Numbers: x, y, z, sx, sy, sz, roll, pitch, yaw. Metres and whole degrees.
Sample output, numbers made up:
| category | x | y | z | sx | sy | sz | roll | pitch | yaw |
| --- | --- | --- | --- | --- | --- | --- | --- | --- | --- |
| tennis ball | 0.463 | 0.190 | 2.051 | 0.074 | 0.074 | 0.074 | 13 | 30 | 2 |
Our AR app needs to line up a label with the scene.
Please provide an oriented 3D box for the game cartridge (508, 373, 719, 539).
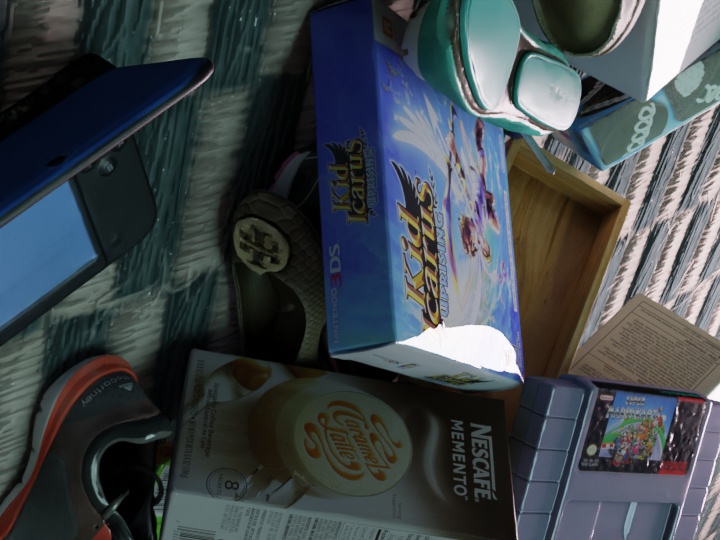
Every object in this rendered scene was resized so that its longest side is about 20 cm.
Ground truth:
| category | x | y | z | sx | sy | sz | roll | pitch | yaw |
| --- | --- | --- | --- | --- | --- | --- | --- | --- | --- |
| game cartridge | 0.170 | 0.138 | 0.877 | 0.200 | 0.038 | 0.130 | 10 | 101 | -41 |

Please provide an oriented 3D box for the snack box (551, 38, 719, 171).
| category | x | y | z | sx | sy | sz | roll | pitch | yaw |
| --- | --- | --- | --- | --- | --- | --- | --- | --- | --- |
| snack box | 0.232 | -0.145 | 0.924 | 0.200 | 0.116 | 0.037 | -30 | 108 | 1 |

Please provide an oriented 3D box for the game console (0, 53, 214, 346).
| category | x | y | z | sx | sy | sz | roll | pitch | yaw |
| --- | --- | --- | --- | --- | --- | --- | --- | --- | --- |
| game console | -0.155 | -0.001 | 0.585 | 0.200 | 0.118 | 0.171 | -39 | 145 | -24 |

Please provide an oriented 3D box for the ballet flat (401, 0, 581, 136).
| category | x | y | z | sx | sy | sz | roll | pitch | yaw |
| --- | --- | --- | --- | --- | --- | --- | --- | --- | --- |
| ballet flat | 0.063 | -0.117 | 0.736 | 0.200 | 0.070 | 0.067 | 17 | 87 | -63 |

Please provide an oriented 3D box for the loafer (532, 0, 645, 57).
| category | x | y | z | sx | sy | sz | roll | pitch | yaw |
| --- | --- | --- | --- | --- | --- | --- | --- | --- | --- |
| loafer | 0.119 | -0.197 | 0.729 | 0.067 | 0.076 | 0.200 | -41 | 145 | -29 |

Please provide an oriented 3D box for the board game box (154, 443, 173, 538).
| category | x | y | z | sx | sy | sz | roll | pitch | yaw |
| --- | --- | --- | --- | --- | --- | --- | --- | --- | --- |
| board game box | -0.154 | 0.206 | 0.875 | 0.095 | 0.030 | 0.200 | 16 | 103 | -57 |

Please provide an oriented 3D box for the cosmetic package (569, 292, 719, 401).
| category | x | y | z | sx | sy | sz | roll | pitch | yaw |
| --- | --- | --- | --- | --- | --- | --- | --- | --- | --- |
| cosmetic package | 0.186 | 0.119 | 0.982 | 0.200 | 0.103 | 0.073 | -39 | 144 | -23 |

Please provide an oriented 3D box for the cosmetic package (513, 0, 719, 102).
| category | x | y | z | sx | sy | sz | roll | pitch | yaw |
| --- | --- | --- | --- | --- | --- | --- | --- | --- | --- |
| cosmetic package | 0.201 | -0.253 | 0.830 | 0.199 | 0.123 | 0.200 | -38 | 145 | -28 |

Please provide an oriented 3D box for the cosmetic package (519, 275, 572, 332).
| category | x | y | z | sx | sy | sz | roll | pitch | yaw |
| --- | --- | --- | --- | --- | --- | --- | --- | --- | --- |
| cosmetic package | 0.096 | 0.068 | 1.011 | 0.090 | 0.107 | 0.200 | -40 | 144 | -24 |

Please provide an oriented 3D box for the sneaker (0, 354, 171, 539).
| category | x | y | z | sx | sy | sz | roll | pitch | yaw |
| --- | --- | --- | --- | --- | --- | --- | --- | --- | --- |
| sneaker | -0.160 | 0.150 | 0.757 | 0.077 | 0.082 | 0.200 | -13 | 129 | -48 |

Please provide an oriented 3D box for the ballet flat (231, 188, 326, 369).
| category | x | y | z | sx | sy | sz | roll | pitch | yaw |
| --- | --- | --- | --- | --- | --- | --- | --- | --- | --- |
| ballet flat | -0.055 | 0.030 | 0.809 | 0.046 | 0.067 | 0.200 | -45 | 155 | -32 |

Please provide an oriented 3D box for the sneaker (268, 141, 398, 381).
| category | x | y | z | sx | sy | sz | roll | pitch | yaw |
| --- | --- | --- | --- | --- | --- | --- | --- | --- | --- |
| sneaker | 0.000 | 0.000 | 0.830 | 0.080 | 0.086 | 0.200 | -38 | 145 | -28 |

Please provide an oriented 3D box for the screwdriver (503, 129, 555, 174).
| category | x | y | z | sx | sy | sz | roll | pitch | yaw |
| --- | --- | --- | --- | --- | --- | --- | --- | --- | --- |
| screwdriver | 0.105 | -0.090 | 0.839 | 0.028 | 0.029 | 0.200 | -30 | -168 | 8 |

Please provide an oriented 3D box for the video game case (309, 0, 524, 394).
| category | x | y | z | sx | sy | sz | roll | pitch | yaw |
| --- | --- | --- | --- | --- | --- | --- | --- | --- | --- |
| video game case | 0.038 | -0.037 | 0.778 | 0.181 | 0.045 | 0.200 | 21 | 62 | -58 |

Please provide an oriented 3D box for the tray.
| category | x | y | z | sx | sy | sz | roll | pitch | yaw |
| --- | --- | --- | --- | --- | --- | --- | --- | --- | --- |
| tray | 0.106 | 0.016 | 0.893 | 0.200 | 0.099 | 0.037 | -65 | -169 | -25 |

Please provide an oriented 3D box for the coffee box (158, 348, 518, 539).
| category | x | y | z | sx | sy | sz | roll | pitch | yaw |
| --- | --- | --- | --- | --- | --- | --- | --- | --- | --- |
| coffee box | -0.014 | 0.126 | 0.791 | 0.200 | 0.114 | 0.080 | 10 | 132 | -9 |
